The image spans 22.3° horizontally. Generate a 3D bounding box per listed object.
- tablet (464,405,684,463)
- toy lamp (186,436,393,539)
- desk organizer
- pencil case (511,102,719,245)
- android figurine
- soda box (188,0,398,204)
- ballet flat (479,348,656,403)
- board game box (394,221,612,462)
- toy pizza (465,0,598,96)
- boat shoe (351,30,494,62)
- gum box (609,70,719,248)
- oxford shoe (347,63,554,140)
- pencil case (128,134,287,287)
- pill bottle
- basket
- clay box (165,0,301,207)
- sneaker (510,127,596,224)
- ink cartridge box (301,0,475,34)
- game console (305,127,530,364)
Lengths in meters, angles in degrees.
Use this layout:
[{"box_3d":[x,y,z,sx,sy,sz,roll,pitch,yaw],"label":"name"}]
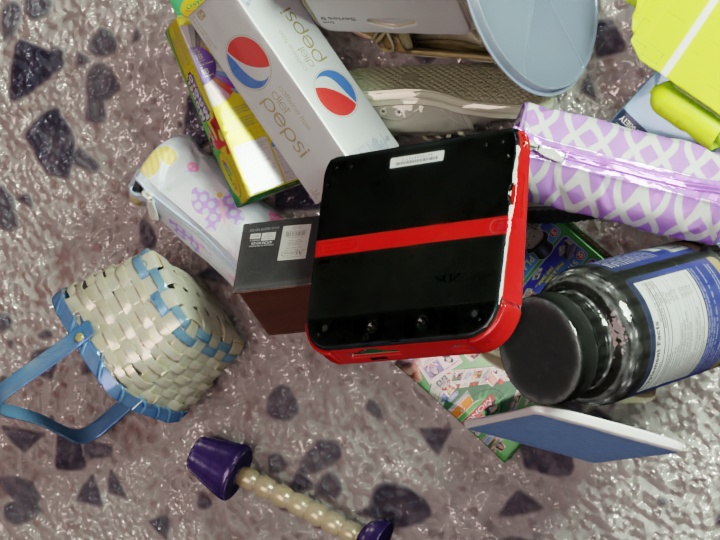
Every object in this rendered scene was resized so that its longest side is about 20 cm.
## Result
[{"box_3d":[0.172,0.134,1.508,0.130,0.200,0.014,16,78,-11],"label":"tablet"},{"box_3d":[-0.069,0.211,1.688,0.199,0.058,0.058,25,103,17],"label":"toy lamp"},{"box_3d":[0.000,0.000,1.562,0.199,0.077,0.072,-6,55,19],"label":"desk organizer"},{"box_3d":[0.208,-0.080,1.477,0.199,0.086,0.084,13,78,2],"label":"pencil case"},{"box_3d":[0.303,-0.192,1.478,0.200,0.041,0.182,36,105,15],"label":"android figurine"},{"box_3d":[-0.059,-0.163,1.576,0.068,0.064,0.200,-33,92,47],"label":"soda box"},{"box_3d":[0.162,0.072,1.568,0.199,0.067,0.063,29,129,19],"label":"ballet flat"},{"box_3d":[0.141,0.050,1.612,0.135,0.029,0.200,41,107,11],"label":"board game box"},{"box_3d":[0.132,-0.240,1.504,0.032,0.200,0.201,-9,92,38],"label":"toy pizza"},{"box_3d":[0.065,-0.216,1.586,0.200,0.063,0.073,13,125,14],"label":"boat shoe"},{"box_3d":[0.328,-0.131,1.519,0.170,0.045,0.200,45,108,11],"label":"gum box"},{"box_3d":[0.072,-0.143,1.603,0.199,0.075,0.058,1,122,16],"label":"oxford shoe"},{"box_3d":[-0.118,-0.037,1.664,0.200,0.091,0.083,40,109,11],"label":"pencil case"},{"box_3d":[0.208,0.045,1.457,0.112,0.199,0.112,15,111,46],"label":"pill bottle"},{"box_3d":[-0.221,0.082,1.675,0.200,0.176,0.139,-40,66,5],"label":"basket"},{"box_3d":[-0.093,-0.170,1.635,0.115,0.048,0.201,-21,86,-22],"label":"clay box"},{"box_3d":[0.114,-0.085,1.564,0.199,0.070,0.082,1,79,6],"label":"sneaker"},{"box_3d":[0.036,-0.308,1.549,0.145,0.088,0.201,4,74,19],"label":"ink cartridge box"},{"box_3d":[0.045,-0.017,1.458,0.199,0.031,0.178,-7,67,36],"label":"game console"}]
